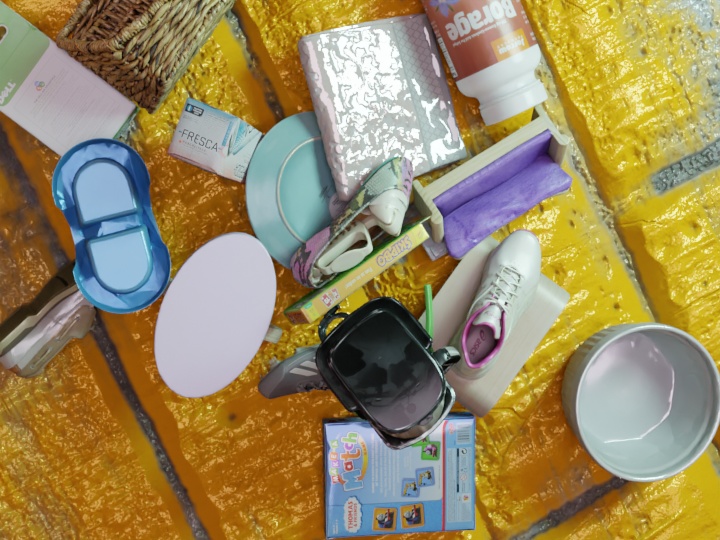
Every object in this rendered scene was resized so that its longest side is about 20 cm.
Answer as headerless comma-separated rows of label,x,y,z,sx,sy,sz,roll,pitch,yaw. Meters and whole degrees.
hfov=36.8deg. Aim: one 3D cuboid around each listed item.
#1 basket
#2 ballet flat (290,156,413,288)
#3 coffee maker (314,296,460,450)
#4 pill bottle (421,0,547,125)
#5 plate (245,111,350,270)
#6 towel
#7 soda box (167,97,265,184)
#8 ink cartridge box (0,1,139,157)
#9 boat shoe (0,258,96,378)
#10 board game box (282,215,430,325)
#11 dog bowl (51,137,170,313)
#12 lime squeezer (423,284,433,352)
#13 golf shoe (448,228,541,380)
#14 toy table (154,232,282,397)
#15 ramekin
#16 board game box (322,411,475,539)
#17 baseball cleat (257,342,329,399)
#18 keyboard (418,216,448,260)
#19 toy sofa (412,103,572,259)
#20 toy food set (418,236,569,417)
basket,-0.237,-0.309,1.239,0.148,0.143,0.201,36,72,-11
ballet flat,0.003,-0.049,1.289,0.200,0.071,0.069,-43,132,-4
coffee maker,0.012,0.107,1.214,0.190,0.200,0.136,26,80,11
pill bottle,0.154,-0.287,1.332,0.111,0.112,0.202,-25,97,-5
plate,-0.048,-0.095,1.328,0.198,0.025,0.203,-1,91,-32
towel,0.030,-0.206,1.335,0.189,0.032,0.202,-19,98,-26
soda box,-0.162,-0.146,1.255,0.063,0.200,0.069,21,93,3
ink cartridge box,-0.374,-0.215,1.291,0.199,0.059,0.104,37,89,-10
boat shoe,-0.357,0.048,1.319,0.199,0.075,0.069,-39,119,-4
board game box,0.000,0.000,1.311,0.199,0.095,0.030,-38,97,-16
dog bowl,-0.288,-0.051,1.259,0.110,0.050,0.203,-15,93,-10
lime squeezer,0.066,0.119,1.367,0.037,0.071,0.201,5,119,-49
golf shoe,0.172,0.042,1.328,0.075,0.092,0.202,24,87,3
toy table,-0.175,0.048,1.316,0.183,0.117,0.201,36,90,-10
ramekin,0.356,0.163,1.408,0.197,0.105,0.203,-1,95,-8
board game box,0.050,0.265,1.408,0.197,0.037,0.153,-1,97,-9
baseball cleat,-0.031,0.131,1.344,0.199,0.070,0.107,-29,69,9
keyboard,0.163,-0.086,1.397,0.199,0.011,0.057,-31,70,-4
toy sofa,0.168,-0.108,1.352,0.199,0.083,0.098,-31,74,-4
toy food set,0.157,0.069,1.402,0.143,0.060,0.201,36,88,2
